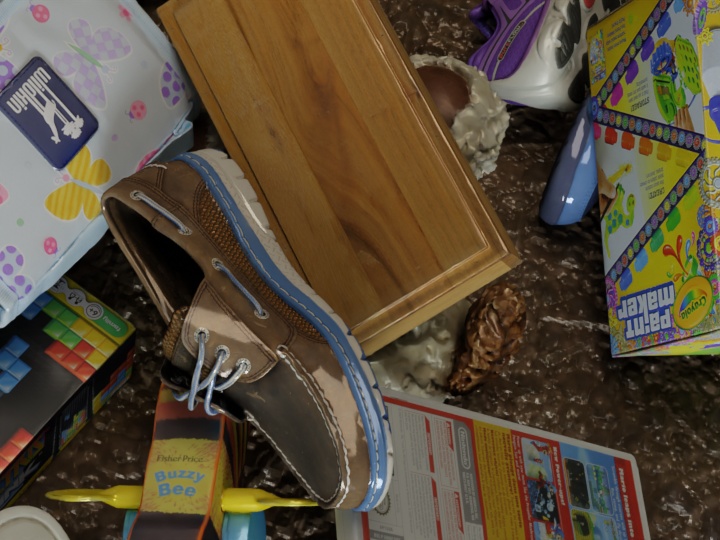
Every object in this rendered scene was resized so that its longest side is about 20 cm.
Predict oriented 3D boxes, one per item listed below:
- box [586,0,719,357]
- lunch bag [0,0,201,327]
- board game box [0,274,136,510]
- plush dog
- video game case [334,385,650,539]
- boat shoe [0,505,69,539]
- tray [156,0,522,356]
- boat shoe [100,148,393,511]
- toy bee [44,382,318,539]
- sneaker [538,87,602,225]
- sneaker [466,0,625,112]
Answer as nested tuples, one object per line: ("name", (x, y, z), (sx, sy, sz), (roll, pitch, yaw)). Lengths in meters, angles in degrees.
("box", (0.246, -0.054, 0.920), (0.198, 0.122, 0.195), (0, 81, -20))
("lunch bag", (-0.197, -0.088, 0.819), (0.199, 0.127, 0.170), (35, 62, 10))
("board game box", (-0.241, 0.039, 0.837), (0.199, 0.057, 0.166), (34, 56, 10))
("plush dog", (0.000, 0.000, 0.889), (0.198, 0.160, 0.174), (-11, 73, 14))
("video game case", (0.072, 0.140, 0.819), (0.198, 0.017, 0.144), (17, 52, -32))
("boat shoe", (-0.148, 0.210, 0.746), (0.073, 0.060, 0.202), (-11, 79, -44))
("tray", (-0.013, -0.067, 0.805), (0.098, 0.037, 0.201), (-31, 76, 11))
("boat shoe", (-0.059, 0.033, 0.765), (0.072, 0.073, 0.201), (-15, 57, -34))
("toy bee", (-0.076, 0.125, 0.767), (0.130, 0.109, 0.202), (-18, 64, -2))
("sneaker", (0.179, -0.091, 1.004), (0.082, 0.074, 0.200), (37, 59, 9))
("sneaker", (0.115, -0.176, 1.043), (0.083, 0.081, 0.201), (1, 39, 26))
